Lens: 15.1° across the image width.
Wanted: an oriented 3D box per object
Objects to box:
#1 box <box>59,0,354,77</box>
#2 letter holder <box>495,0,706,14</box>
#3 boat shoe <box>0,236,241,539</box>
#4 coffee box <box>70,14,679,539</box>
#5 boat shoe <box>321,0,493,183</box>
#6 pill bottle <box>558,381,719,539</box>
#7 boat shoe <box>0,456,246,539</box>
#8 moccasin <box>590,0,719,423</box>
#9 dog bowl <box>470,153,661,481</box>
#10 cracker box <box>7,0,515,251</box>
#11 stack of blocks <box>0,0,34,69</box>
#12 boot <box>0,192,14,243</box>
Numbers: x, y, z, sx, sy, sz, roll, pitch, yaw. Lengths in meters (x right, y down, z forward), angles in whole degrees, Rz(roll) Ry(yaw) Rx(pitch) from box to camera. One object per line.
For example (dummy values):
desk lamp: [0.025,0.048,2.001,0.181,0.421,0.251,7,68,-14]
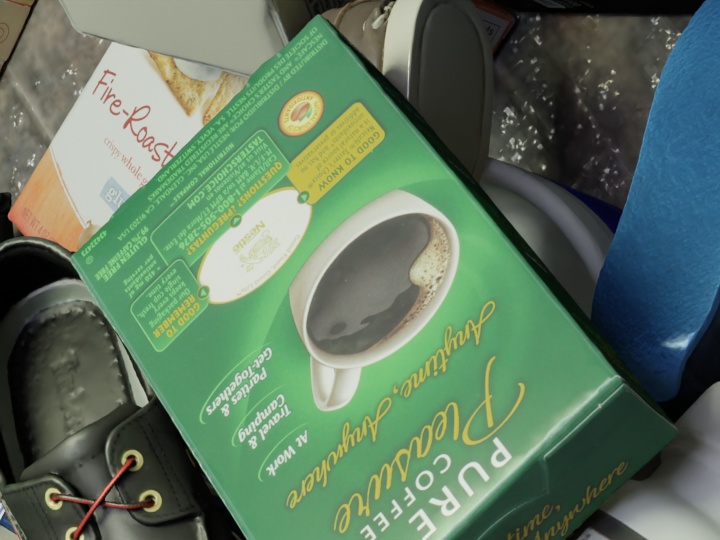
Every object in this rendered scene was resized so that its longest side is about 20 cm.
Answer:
box: [-0.038,-0.190,1.015,0.108,0.128,0.201,16,61,26]
letter holder: [0.053,-0.182,0.949,0.100,0.199,0.143,5,84,36]
boat shoe: [-0.087,0.076,0.903,0.073,0.063,0.202,-28,55,5]
coffee box: [-0.002,0.022,0.847,0.123,0.044,0.200,-44,47,5]
boat shoe: [0.000,0.000,0.939,0.059,0.072,0.202,-2,74,36]
pill bottle: [0.078,0.137,0.823,0.200,0.117,0.116,-47,51,-11]
boat shoe: [-0.076,0.094,0.974,0.200,0.072,0.072,37,87,38]
moccasin: [0.133,-0.031,0.927,0.080,0.068,0.201,9,59,42]
dog bowl: [0.038,0.061,0.993,0.199,0.079,0.202,-10,74,37]
cracker box: [-0.044,-0.061,1.099,0.134,0.058,0.201,44,108,36]
stack of blocks: [-0.222,-0.113,1.254,0.115,0.058,0.201,34,103,38]
boot: [-0.156,0.047,1.159,0.198,0.073,0.164,-20,71,41]
